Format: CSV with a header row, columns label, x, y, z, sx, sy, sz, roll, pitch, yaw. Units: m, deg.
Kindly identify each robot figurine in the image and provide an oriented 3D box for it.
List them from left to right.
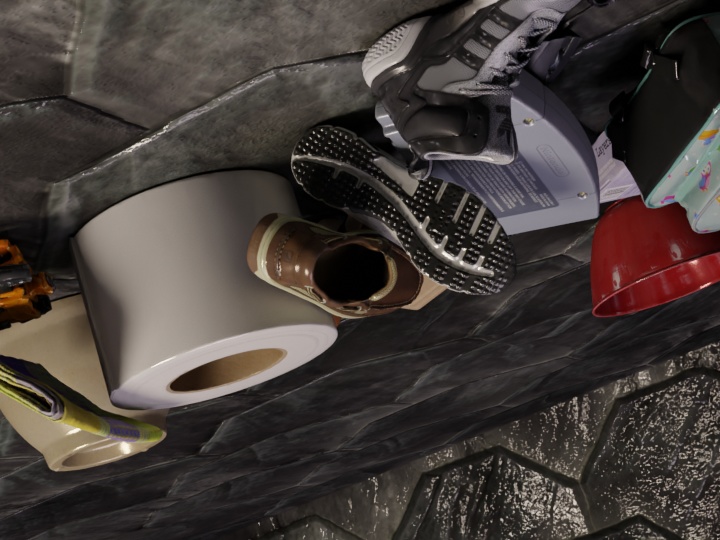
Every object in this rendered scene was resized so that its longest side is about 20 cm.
label,x,y,z,sx,sy,sz,roll,pitch,yaw
robot figurine,-0.343,0.027,1.139,0.198,0.059,0.145,-16,165,-7

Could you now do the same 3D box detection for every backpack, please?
label,x,y,z,sx,sy,sz,roll,pitch,yaw
backpack,0.330,-0.134,1.188,0.199,0.154,0.176,-23,156,-25

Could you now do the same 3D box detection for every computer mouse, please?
label,x,y,z,sx,sy,sz,roll,pitch,yaw
computer mouse,0.162,-0.176,1.066,0.058,0.034,0.200,-6,161,-35

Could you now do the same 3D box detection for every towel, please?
label,x,y,z,sx,sy,sz,roll,pitch,yaw
towel,-0.254,0.098,1.169,0.143,0.023,0.200,25,174,21

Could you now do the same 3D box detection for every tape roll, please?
label,x,y,z,sx,sy,sz,roll,pitch,yaw
tape roll,-0.132,0.021,1.213,0.201,0.140,0.203,-18,166,-5

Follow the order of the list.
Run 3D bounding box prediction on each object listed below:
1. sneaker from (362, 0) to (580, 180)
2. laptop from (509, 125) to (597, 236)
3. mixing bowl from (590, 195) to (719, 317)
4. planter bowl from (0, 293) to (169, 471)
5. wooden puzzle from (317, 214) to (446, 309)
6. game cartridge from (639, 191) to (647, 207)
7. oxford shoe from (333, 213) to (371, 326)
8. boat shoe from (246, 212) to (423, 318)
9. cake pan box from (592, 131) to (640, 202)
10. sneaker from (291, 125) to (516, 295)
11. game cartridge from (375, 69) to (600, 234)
label,x,y,z,sx,sy,sz,roll,pitch,yaw
sneaker,0.098,-0.137,0.969,0.199,0.115,0.075,-27,163,30
laptop,0.098,-0.093,1.337,0.198,0.104,0.177,4,175,26
mixing bowl,0.344,-0.033,1.654,0.198,0.109,0.200,-18,166,-4
planter bowl,-0.262,0.116,1.408,0.198,0.136,0.200,-18,166,-5
wooden puzzle,0.013,-0.009,1.413,0.183,0.038,0.200,9,160,-24
game cartridge,0.368,-0.116,1.345,0.198,0.039,0.130,-18,169,-5
oxford shoe,0.005,-0.010,1.259,0.071,0.072,0.201,19,132,-9
boat shoe,-0.002,0.006,1.136,0.074,0.075,0.201,19,-174,37
cake pan box,0.320,-0.131,1.388,0.182,0.053,0.200,-12,164,-17
sneaker,0.042,-0.050,1.136,0.074,0.199,0.080,-56,169,7
game cartridge,0.114,-0.092,1.148,0.132,0.042,0.200,-14,148,24
